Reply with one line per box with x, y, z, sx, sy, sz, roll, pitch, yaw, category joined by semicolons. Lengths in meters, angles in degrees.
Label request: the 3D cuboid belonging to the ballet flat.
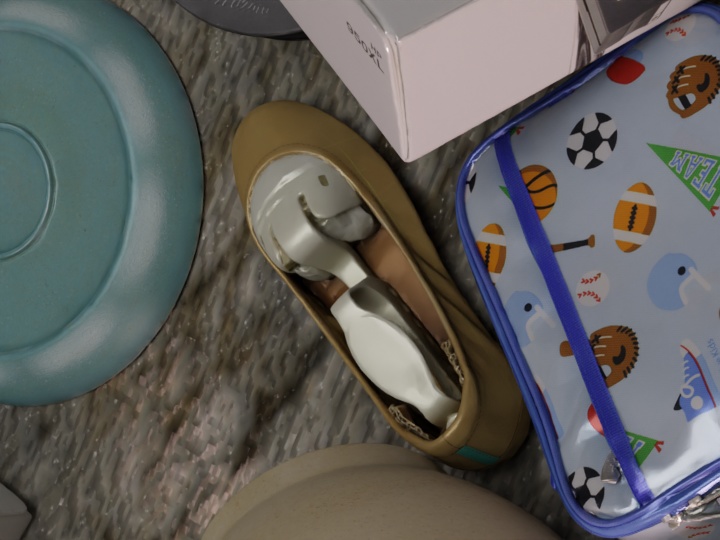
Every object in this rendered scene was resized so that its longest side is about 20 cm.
0.000;0.000;1.134;0.069;0.063;0.200;-47;67;19;ballet flat

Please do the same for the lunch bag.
0.123;0.010;1.032;0.160;0.076;0.200;-33;55;22;lunch bag

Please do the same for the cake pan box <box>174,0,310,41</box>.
-0.023;-0.199;1.163;0.184;0.052;0.200;17;96;31;cake pan box

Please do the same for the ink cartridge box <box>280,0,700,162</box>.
0.060;-0.155;1.027;0.200;0.084;0.145;-29;59;-13;ink cartridge box

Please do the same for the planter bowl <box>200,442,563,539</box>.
0.006;0.155;1.066;0.200;0.200;0.135;-47;41;20;planter bowl

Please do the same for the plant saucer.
-0.164;-0.037;1.250;0.200;0.027;0.201;-1;88;29;plant saucer

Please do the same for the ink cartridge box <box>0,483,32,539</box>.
-0.261;0.171;1.228;0.083;0.146;0.200;37;105;26;ink cartridge box
